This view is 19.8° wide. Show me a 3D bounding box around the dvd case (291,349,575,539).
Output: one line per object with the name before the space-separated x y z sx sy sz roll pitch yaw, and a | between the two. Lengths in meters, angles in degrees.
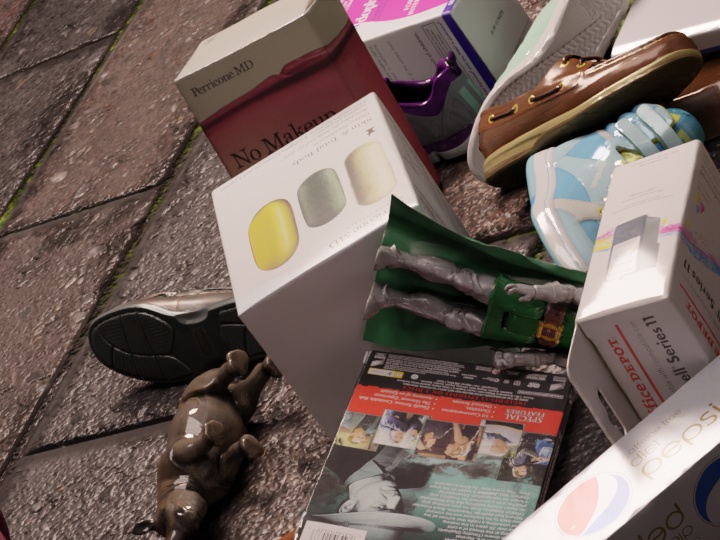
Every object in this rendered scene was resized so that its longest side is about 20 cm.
dvd case | 0.049 0.129 1.322 0.146 0.022 0.200 6 38 14

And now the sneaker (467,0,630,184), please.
sneaker | 0.151 -0.150 1.685 0.201 0.074 0.118 -57 1 -5

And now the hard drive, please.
hard drive | 0.300 -0.219 1.584 0.200 0.025 0.132 -12 36 37

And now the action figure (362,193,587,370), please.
action figure | 0.105 0.028 1.369 0.200 0.118 0.055 13 36 5

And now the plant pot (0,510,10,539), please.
plant pot | -0.312 0.247 1.457 0.200 0.200 0.179 -45 44 -17

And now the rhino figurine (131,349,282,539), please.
rhino figurine | -0.116 0.141 1.519 0.087 0.060 0.200 -39 22 38

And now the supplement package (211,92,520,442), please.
supplement package | 0.000 0.000 1.512 0.152 0.151 0.200 -31 28 7

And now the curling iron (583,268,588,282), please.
curling iron | 0.229 -0.042 1.403 0.200 0.050 0.026 -32 26 -13

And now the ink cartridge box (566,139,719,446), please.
ink cartridge box | 0.196 0.028 1.287 0.067 0.117 0.200 -17 33 30

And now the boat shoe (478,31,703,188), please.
boat shoe | 0.165 -0.133 1.556 0.200 0.072 0.068 -30 67 35

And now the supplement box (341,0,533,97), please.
supplement box | 0.038 -0.193 1.821 0.200 0.103 0.101 -16 34 36

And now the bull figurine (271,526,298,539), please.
bull figurine | -0.016 0.197 1.323 0.121 0.065 0.200 -31 26 17

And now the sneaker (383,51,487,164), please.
sneaker | 0.014 -0.121 1.749 0.200 0.088 0.074 -24 30 20

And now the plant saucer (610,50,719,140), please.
plant saucer | 0.265 -0.168 1.606 0.200 0.032 0.200 -27 30 17

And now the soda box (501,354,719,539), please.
soda box | 0.175 0.136 1.204 0.200 0.064 0.068 -39 28 -7

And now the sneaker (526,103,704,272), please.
sneaker | 0.191 -0.055 1.463 0.130 0.080 0.200 -30 29 14

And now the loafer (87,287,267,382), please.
loafer | -0.130 0.047 1.692 0.200 0.072 0.063 -7 19 32

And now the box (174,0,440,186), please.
box | -0.040 -0.111 1.659 0.128 0.200 0.109 -26 17 18
